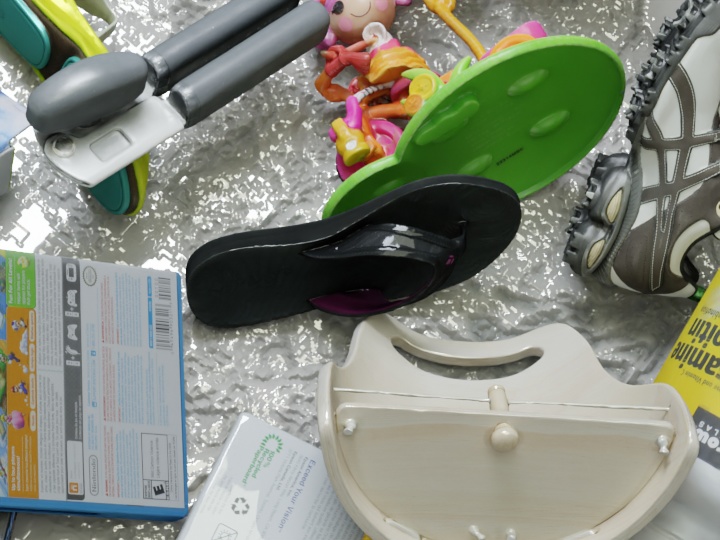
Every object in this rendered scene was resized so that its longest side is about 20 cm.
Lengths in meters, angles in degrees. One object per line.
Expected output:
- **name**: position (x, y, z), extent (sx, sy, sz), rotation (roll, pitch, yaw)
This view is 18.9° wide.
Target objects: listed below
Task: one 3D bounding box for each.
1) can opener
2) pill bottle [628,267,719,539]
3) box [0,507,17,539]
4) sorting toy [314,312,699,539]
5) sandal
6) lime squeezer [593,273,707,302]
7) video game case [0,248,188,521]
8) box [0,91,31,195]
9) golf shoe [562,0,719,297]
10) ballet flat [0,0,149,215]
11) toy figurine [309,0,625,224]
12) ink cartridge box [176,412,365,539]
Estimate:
- **can opener**: position (-0.099, -0.112, 1.223), extent (0.200, 0.067, 0.053), rotation (-33, 72, -31)
- **pill bottle**: position (0.216, 0.085, 1.210), extent (0.112, 0.112, 0.201), rotation (30, 87, 4)
- **box**: position (-0.281, 0.098, 1.180), extent (0.197, 0.050, 0.201), rotation (12, 66, -5)
- **sorting toy**: position (0.068, 0.077, 1.202), extent (0.199, 0.107, 0.180), rotation (4, 32, -6)
- **sandal**: position (0.000, 0.001, 1.240), extent (0.199, 0.076, 0.048), rotation (-16, 40, 0)
- **lime squeezer**: position (0.226, 0.046, 1.293), extent (0.071, 0.038, 0.200), rotation (-45, 80, 11)
- **video game case**: position (-0.186, 0.059, 1.172), extent (0.199, 0.018, 0.144), rotation (8, 70, -32)
- **box**: position (-0.290, -0.052, 1.210), extent (0.122, 0.048, 0.200), rotation (35, 50, 16)
- **golf shoe**: position (0.191, -0.073, 1.242), extent (0.094, 0.201, 0.078), rotation (23, 32, 2)
- **ballet flat**: position (-0.164, -0.125, 1.284), extent (0.067, 0.067, 0.200), rotation (-24, 71, -35)
- **toy figurine**: position (0.031, -0.137, 1.302), extent (0.199, 0.150, 0.185), rotation (-31, 60, 6)
- **ink cartridge box**: position (-0.021, 0.207, 1.180), extent (0.199, 0.041, 0.200), rotation (26, 66, 2)
